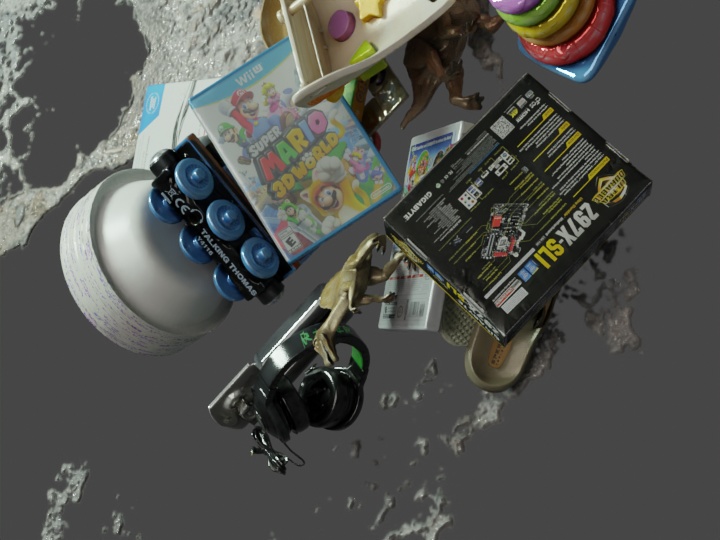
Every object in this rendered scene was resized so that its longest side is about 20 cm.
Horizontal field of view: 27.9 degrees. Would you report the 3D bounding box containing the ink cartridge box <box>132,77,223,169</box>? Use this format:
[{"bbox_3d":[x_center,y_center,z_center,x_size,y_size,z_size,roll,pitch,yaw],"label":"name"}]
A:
[{"bbox_3d":[-0.172,-0.154,1.649,0.198,0.066,0.118,2,80,47],"label":"ink cartridge box"}]

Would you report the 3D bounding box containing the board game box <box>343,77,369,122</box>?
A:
[{"bbox_3d":[-0.039,-0.173,1.569,0.095,0.030,0.203,3,79,40],"label":"board game box"}]

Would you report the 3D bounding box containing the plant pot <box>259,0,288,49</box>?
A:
[{"bbox_3d":[-0.024,-0.305,1.580,0.198,0.027,0.202,-20,53,28],"label":"plant pot"}]

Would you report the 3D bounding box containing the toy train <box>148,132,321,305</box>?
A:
[{"bbox_3d":[-0.138,-0.058,1.534,0.201,0.114,0.086,50,134,-5],"label":"toy train"}]

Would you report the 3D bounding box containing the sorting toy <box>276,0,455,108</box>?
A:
[{"bbox_3d":[0.007,-0.274,1.441,0.178,0.106,0.202,-25,64,24],"label":"sorting toy"}]

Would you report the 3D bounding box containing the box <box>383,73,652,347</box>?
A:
[{"bbox_3d":[0.143,-0.057,1.326,0.160,0.049,0.200,43,82,14],"label":"box"}]

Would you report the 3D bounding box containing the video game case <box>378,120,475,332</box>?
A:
[{"bbox_3d":[0.064,-0.040,1.435,0.143,0.018,0.203,174,107,-73],"label":"video game case"}]

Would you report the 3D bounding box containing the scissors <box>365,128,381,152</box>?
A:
[{"bbox_3d":[-0.053,-0.120,1.597,0.198,0.014,0.074,4,82,39],"label":"scissors"}]

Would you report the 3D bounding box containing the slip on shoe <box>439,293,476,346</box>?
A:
[{"bbox_3d":[0.112,-0.026,1.419,0.061,0.073,0.203,-173,90,-74],"label":"slip on shoe"}]

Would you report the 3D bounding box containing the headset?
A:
[{"bbox_3d":[-0.065,0.128,1.488,0.094,0.122,0.202,49,134,38],"label":"headset"}]

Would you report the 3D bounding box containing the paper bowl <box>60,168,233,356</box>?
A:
[{"bbox_3d":[-0.219,-0.017,1.578,0.104,0.199,0.203,-30,62,38],"label":"paper bowl"}]

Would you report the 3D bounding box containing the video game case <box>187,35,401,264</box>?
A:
[{"bbox_3d":[-0.068,-0.129,1.504,0.142,0.018,0.201,-32,86,-6],"label":"video game case"}]

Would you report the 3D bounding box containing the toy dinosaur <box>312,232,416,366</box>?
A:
[{"bbox_3d":[0.000,0.000,1.425,0.101,0.058,0.201,-26,28,39],"label":"toy dinosaur"}]

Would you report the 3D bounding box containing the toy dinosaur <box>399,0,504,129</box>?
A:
[{"bbox_3d":[0.077,-0.243,1.480,0.135,0.085,0.202,31,103,38],"label":"toy dinosaur"}]

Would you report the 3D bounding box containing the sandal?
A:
[{"bbox_3d":[0.148,0.019,1.361,0.079,0.054,0.203,18,94,9],"label":"sandal"}]

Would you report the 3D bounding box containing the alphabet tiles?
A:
[{"bbox_3d":[-0.050,-0.177,1.601,0.200,0.008,0.168,-45,53,19],"label":"alphabet tiles"}]

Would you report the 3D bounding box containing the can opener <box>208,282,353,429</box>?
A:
[{"bbox_3d":[-0.090,0.089,1.551,0.200,0.053,0.067,-48,32,13],"label":"can opener"}]

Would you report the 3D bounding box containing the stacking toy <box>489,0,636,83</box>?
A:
[{"bbox_3d":[0.157,-0.263,1.341,0.109,0.199,0.117,35,102,38],"label":"stacking toy"}]
